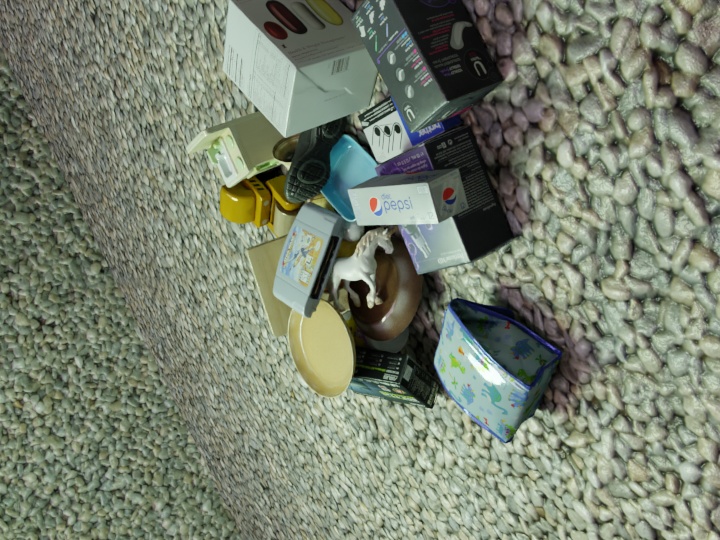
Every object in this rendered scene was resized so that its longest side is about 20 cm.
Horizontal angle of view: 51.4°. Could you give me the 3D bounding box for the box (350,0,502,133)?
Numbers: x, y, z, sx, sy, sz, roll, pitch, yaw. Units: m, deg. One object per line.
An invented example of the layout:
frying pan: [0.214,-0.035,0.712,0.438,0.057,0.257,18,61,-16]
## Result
box: [0.095,-0.324,1.095,0.201,0.122,0.106,63,148,3]

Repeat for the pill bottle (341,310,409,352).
pill bottle: [0.009,0.130,1.571,0.200,0.104,0.105,-17,98,59]

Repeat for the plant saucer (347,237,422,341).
plant saucer: [0.035,0.033,1.432,0.199,0.036,0.202,-15,70,45]

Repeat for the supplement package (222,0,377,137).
supplement package: [-0.102,-0.370,1.291,0.200,0.190,0.148,48,145,23]

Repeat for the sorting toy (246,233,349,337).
sorting toy: [-0.131,0.012,1.619,0.070,0.197,0.202,28,136,66]

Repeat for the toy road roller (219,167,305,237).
toy road roller: [-0.227,-0.147,1.682,0.200,0.145,0.123,46,145,27]

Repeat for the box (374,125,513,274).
box: [0.133,-0.109,1.211,0.148,0.104,0.202,-16,98,58]

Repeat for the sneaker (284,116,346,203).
sneaker: [-0.093,-0.222,1.429,0.076,0.201,0.091,28,176,-29]

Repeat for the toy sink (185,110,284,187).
toy sink: [-0.244,-0.254,1.581,0.130,0.199,0.113,-20,95,58]

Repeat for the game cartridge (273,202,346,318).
game cartridge: [-0.102,-0.025,1.431,0.133,0.041,0.202,26,99,45]

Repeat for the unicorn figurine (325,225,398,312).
unicorn figurine: [0.000,0.000,1.389,0.198,0.074,0.139,-12,93,26]

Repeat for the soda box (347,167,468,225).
soda box: [0.068,-0.110,1.141,0.199,0.068,0.064,4,117,55]

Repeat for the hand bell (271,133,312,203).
hand bell: [-0.112,-0.175,1.569,0.104,0.104,0.201,34,149,39]

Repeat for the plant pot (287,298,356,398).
plant pot: [-0.071,0.145,1.449,0.199,0.027,0.202,18,115,45]

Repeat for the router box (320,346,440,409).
router box: [0.040,0.212,1.505,0.199,0.063,0.150,5,156,36]

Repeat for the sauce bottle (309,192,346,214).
sauce bottle: [-0.032,-0.128,1.482,0.199,0.066,0.067,1,113,58]

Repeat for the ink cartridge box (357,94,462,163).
ink cartridge box: [0.077,-0.252,1.249,0.199,0.044,0.095,-15,101,58]

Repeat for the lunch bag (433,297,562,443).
lunch bag: [0.215,0.158,1.262,0.199,0.127,0.171,34,139,25]

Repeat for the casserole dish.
casserole dish: [-0.013,-0.169,1.390,0.122,0.039,0.200,-59,42,19]

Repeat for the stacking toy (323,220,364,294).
stacking toy: [-0.049,-0.055,1.475,0.147,0.145,0.200,57,145,10]
